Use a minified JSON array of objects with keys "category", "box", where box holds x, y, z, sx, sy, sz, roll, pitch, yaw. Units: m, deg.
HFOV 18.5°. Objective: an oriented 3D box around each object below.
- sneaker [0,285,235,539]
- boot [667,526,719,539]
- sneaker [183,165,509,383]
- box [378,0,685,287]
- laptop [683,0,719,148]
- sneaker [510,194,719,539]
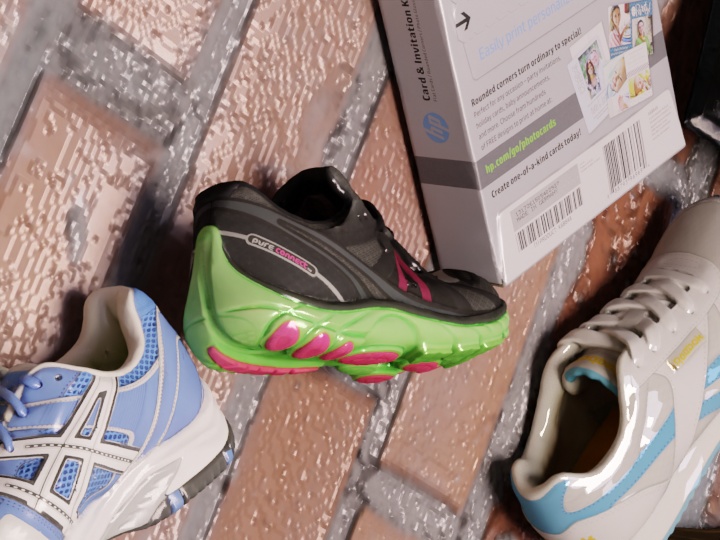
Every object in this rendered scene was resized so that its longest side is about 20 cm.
[{"category":"sneaker","box":[-0.127,0.076,0.779,0.200,0.076,0.077,-42,119,-48]},{"category":"boot","box":[0.172,0.212,1.134,0.200,0.072,0.155,6,94,-50]},{"category":"sneaker","box":[0.000,0.000,0.897,0.200,0.077,0.084,11,68,-61]},{"category":"box","box":[0.075,-0.116,0.992,0.156,0.041,0.200,-37,123,-40]},{"category":"laptop","box":[0.235,-0.084,1.175,0.200,0.103,0.178,30,58,-21]},{"category":"sneaker","box":[0.140,0.044,1.062,0.081,0.076,0.200,45,64,-41]}]
